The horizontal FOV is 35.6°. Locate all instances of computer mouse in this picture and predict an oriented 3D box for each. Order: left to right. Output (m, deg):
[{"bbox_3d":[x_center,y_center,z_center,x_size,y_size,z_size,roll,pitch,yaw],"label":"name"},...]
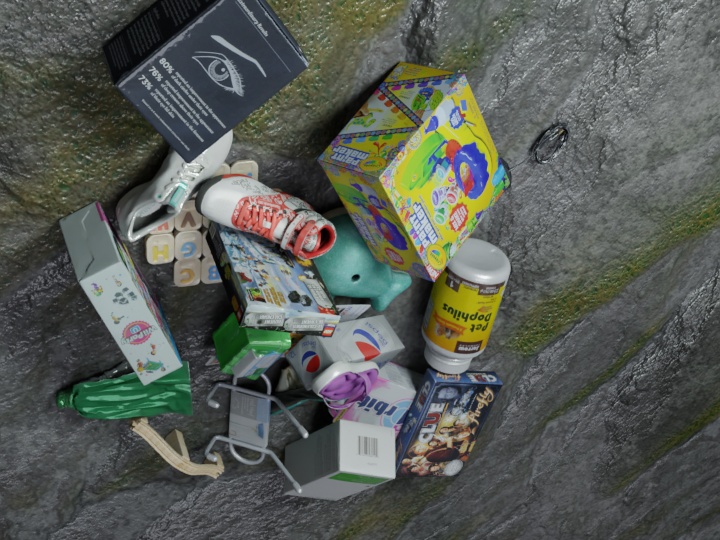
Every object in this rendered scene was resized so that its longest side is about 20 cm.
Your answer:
[{"bbox_3d":[0.226,-0.159,1.668,0.198,0.034,0.059,-31,115,-6],"label":"computer mouse"}]

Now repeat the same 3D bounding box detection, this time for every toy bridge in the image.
[{"bbox_3d":[-0.285,0.279,1.746,0.027,0.068,0.200,-40,131,10],"label":"toy bridge"}]

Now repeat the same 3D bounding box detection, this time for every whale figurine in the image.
[{"bbox_3d":[0.000,0.000,1.634,0.159,0.104,0.200,-41,129,10],"label":"whale figurine"}]

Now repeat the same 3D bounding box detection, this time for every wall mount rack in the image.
[{"bbox_3d":[-0.156,0.255,1.740,0.171,0.075,0.203,15,126,10],"label":"wall mount rack"}]

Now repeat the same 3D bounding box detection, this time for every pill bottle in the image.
[{"bbox_3d":[0.158,0.059,1.746,0.107,0.110,0.203,-2,126,-22],"label":"pill bottle"}]

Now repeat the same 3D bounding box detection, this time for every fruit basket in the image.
[{"bbox_3d":[-0.107,0.100,1.647,0.197,0.095,0.185,5,150,-33],"label":"fruit basket"}]

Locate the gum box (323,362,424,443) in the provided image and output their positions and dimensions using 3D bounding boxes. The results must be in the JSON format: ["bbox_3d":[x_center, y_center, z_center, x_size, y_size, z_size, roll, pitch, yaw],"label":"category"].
[{"bbox_3d":[0.046,0.219,1.846,0.198,0.066,0.114,24,112,-36],"label":"gum box"}]

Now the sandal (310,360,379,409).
[{"bbox_3d":[-0.018,0.168,1.572,0.082,0.050,0.202,-38,163,12],"label":"sandal"}]

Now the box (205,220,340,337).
[{"bbox_3d":[-0.120,0.007,1.504,0.135,0.201,0.040,8,122,-28],"label":"box"}]

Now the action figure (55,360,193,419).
[{"bbox_3d":[-0.349,0.178,1.650,0.196,0.055,0.120,-6,129,-11],"label":"action figure"}]

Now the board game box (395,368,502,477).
[{"bbox_3d":[0.137,0.253,1.847,0.133,0.035,0.203,4,122,-28],"label":"board game box"}]

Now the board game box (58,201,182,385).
[{"bbox_3d":[-0.318,0.031,1.490,0.063,0.148,0.202,-26,132,-5],"label":"board game box"}]

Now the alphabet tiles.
[{"bbox_3d":[-0.202,-0.062,1.559,0.196,0.015,0.198,-7,128,-20],"label":"alphabet tiles"}]

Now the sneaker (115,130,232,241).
[{"bbox_3d":[-0.234,-0.112,1.448,0.075,0.089,0.200,40,98,-26],"label":"sneaker"}]

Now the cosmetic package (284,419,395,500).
[{"bbox_3d":[-0.036,0.307,1.803,0.106,0.086,0.200,12,154,-26],"label":"cosmetic package"}]

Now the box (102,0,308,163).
[{"bbox_3d":[-0.187,-0.258,1.355,0.199,0.105,0.148,-37,131,5],"label":"box"}]

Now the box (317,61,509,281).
[{"bbox_3d":[0.076,-0.133,1.506,0.193,0.121,0.201,-51,135,-20],"label":"box"}]

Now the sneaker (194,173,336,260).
[{"bbox_3d":[-0.118,-0.069,1.490,0.200,0.108,0.068,11,111,-49],"label":"sneaker"}]

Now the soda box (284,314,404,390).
[{"bbox_3d":[-0.019,0.117,1.633,0.068,0.064,0.199,-43,162,26],"label":"soda box"}]

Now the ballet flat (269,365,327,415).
[{"bbox_3d":[-0.081,0.175,1.736,0.198,0.070,0.068,-18,180,41],"label":"ballet flat"}]
